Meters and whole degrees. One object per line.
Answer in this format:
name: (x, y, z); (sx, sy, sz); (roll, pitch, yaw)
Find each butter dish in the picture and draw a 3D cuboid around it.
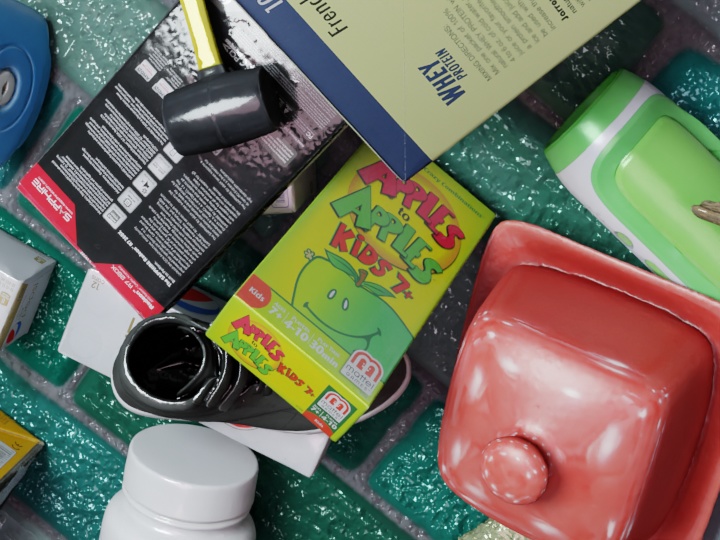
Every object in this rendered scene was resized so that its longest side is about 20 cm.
butter dish: (0.124, 0.100, 0.809); (0.198, 0.147, 0.202); (24, 119, 26)

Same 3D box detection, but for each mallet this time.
mallet: (-0.109, -0.164, 0.734); (0.065, 0.041, 0.202); (-21, 93, 13)

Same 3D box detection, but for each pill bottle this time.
pill bottle: (-0.139, 0.224, 0.936); (0.112, 0.113, 0.202); (16, 107, 7)

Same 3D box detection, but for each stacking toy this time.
stacking toy: (-0.327, -0.153, 0.890); (0.198, 0.110, 0.117); (19, 92, 17)

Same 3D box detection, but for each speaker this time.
speaker: (0.212, -0.033, 0.815); (0.200, 0.088, 0.088); (44, 108, -2)

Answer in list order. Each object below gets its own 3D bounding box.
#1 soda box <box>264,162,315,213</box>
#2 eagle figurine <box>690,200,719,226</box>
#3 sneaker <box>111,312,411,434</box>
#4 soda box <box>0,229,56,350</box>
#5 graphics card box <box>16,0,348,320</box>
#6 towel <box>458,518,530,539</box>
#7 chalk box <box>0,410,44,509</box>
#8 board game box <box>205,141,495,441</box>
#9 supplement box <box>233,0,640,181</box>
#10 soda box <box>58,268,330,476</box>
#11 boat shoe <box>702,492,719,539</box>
soda box: (-0.072, -0.141, 0.843); (0.063, 0.068, 0.203); (0, 104, 11)
eagle figurine: (0.285, -0.085, 0.741); (0.201, 0.152, 0.151); (-50, 48, -5)
sneaker: (-0.063, 0.065, 0.805); (0.197, 0.099, 0.072); (0, 80, -4)
soda box: (-0.329, -0.019, 0.937); (0.198, 0.064, 0.069); (29, 108, 2)
graphics card box: (-0.104, -0.080, 0.795); (0.126, 0.051, 0.200); (45, 110, -1)
towel: (0.121, 0.280, 0.940); (0.148, 0.037, 0.201); (-37, 95, 17)
chalk box: (-0.356, 0.188, 0.964); (0.123, 0.125, 0.201); (36, 107, 0)
board game box: (0.000, 0.000, 0.805); (0.101, 0.200, 0.048); (39, 136, -2)
supplement box: (0.032, -0.200, 0.679); (0.199, 0.135, 0.200); (-37, 120, 17)
soda box: (-0.104, 0.063, 0.901); (0.198, 0.064, 0.069); (26, 105, 2)
boat shoe: (0.276, 0.150, 0.859); (0.067, 0.074, 0.202); (9, 113, -11)
